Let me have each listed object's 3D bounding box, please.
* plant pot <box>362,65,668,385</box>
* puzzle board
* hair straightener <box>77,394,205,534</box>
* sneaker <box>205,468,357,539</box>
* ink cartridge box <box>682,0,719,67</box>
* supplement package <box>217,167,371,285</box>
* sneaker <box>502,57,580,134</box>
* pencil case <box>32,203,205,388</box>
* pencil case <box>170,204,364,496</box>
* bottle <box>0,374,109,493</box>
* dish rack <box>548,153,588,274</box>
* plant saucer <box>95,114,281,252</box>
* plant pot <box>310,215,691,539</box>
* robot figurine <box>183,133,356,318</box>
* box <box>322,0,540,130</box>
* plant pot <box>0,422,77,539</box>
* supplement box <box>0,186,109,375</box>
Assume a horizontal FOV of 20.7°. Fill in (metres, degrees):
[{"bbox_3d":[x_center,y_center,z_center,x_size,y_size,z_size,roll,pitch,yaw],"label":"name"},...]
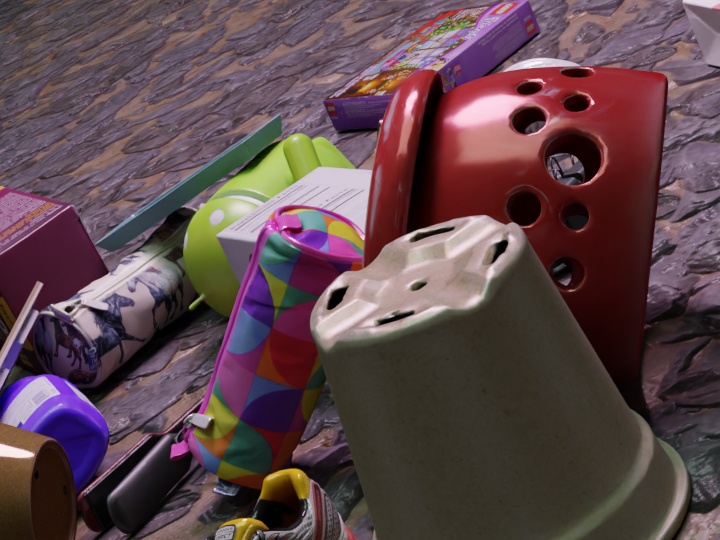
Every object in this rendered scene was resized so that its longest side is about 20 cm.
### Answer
[{"bbox_3d":[0.101,-0.037,1.268,0.181,0.202,0.201,8,28,8],"label":"plant pot"},{"bbox_3d":[-0.309,0.113,1.616,0.151,0.017,0.200,-60,9,24],"label":"puzzle board"},{"bbox_3d":[-0.115,0.127,1.452,0.077,0.041,0.200,-2,26,47],"label":"hair straightener"},{"bbox_3d":[-0.076,0.194,1.165,0.077,0.083,0.200,-11,26,35],"label":"sneaker"},{"bbox_3d":[0.394,-0.247,1.702,0.199,0.068,0.116,-32,21,-11],"label":"ink cartridge box"},{"bbox_3d":[0.000,0.000,1.480,0.109,0.114,0.199,-34,21,-25],"label":"supplement package"},{"bbox_3d":[0.117,-0.119,1.744,0.198,0.075,0.100,-21,39,14],"label":"sneaker"},{"bbox_3d":[-0.194,0.019,1.722,0.200,0.078,0.090,-41,-19,-37],"label":"pencil case"},{"bbox_3d":[-0.058,0.055,1.341,0.089,0.088,0.201,-93,24,-68],"label":"pencil case"},{"bbox_3d":[-0.249,0.125,1.547,0.084,0.065,0.200,-54,18,-6],"label":"bottle"},{"bbox_3d":[0.113,-0.049,1.579,0.199,0.055,0.153,-6,26,46],"label":"dish rack"},{"bbox_3d":[-0.147,-0.072,1.709,0.199,0.019,0.070,-32,7,35],"label":"plant saucer"},{"bbox_3d":[0.064,0.079,1.132,0.199,0.185,0.201,-23,21,9],"label":"plant pot"},{"bbox_3d":[-0.071,-0.034,1.660,0.175,0.116,0.200,-39,6,43],"label":"robot figurine"},{"bbox_3d":[0.074,-0.212,2.034,0.136,0.039,0.200,0,33,49],"label":"box"},{"bbox_3d":[-0.309,0.173,1.394,0.198,0.188,0.187,-5,25,13],"label":"plant pot"},{"bbox_3d":[-0.309,0.009,1.823,0.103,0.132,0.200,-35,22,-21],"label":"supplement box"}]
